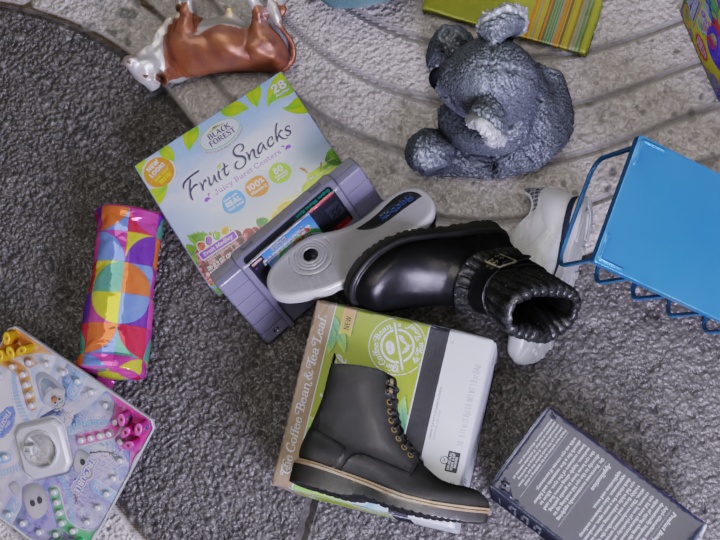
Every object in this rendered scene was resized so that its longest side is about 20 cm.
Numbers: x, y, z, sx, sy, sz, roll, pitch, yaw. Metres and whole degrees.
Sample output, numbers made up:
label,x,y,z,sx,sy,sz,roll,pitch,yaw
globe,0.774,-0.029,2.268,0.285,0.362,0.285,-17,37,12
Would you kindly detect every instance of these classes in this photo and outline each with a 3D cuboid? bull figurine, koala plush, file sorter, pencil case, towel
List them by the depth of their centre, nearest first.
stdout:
label,x,y,z,sx,sy,sz,roll,pitch,yaw
file sorter,0.326,-0.029,1.570,0.199,0.123,0.139,24,79,-14
koala plush,0.144,-0.194,1.617,0.183,0.200,0.178,11,79,8
pencil case,-0.268,0.028,1.672,0.088,0.088,0.201,5,78,7
bull figurine,-0.174,-0.271,1.726,0.199,0.065,0.122,-3,110,-2
towel,0.177,-0.310,1.735,0.199,0.018,0.086,17,75,10

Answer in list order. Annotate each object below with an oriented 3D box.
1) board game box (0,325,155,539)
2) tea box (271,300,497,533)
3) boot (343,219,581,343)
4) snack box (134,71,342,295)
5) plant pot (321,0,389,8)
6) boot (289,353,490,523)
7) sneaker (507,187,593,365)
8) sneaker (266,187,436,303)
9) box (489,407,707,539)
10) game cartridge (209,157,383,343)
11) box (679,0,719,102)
label,x,y,z,sx,sy,sz,roll,pitch,yaw
board game box,-0.348,0.195,1.636,0.200,0.026,0.200,32,104,12
tea box,0.030,0.157,1.587,0.196,0.134,0.201,11,80,9
boot,0.105,0.022,1.544,0.210,0.080,0.158,-17,41,-22
snack box,-0.125,-0.097,1.691,0.200,0.068,0.169,-32,77,-3
plant pot,-0.004,-0.372,1.692,0.199,0.200,0.135,-9,111,4
boot,0.041,0.167,1.481,0.199,0.077,0.139,14,77,7
sneaker,0.191,0.006,1.643,0.080,0.076,0.201,15,76,21
sneaker,0.000,0.000,1.625,0.199,0.112,0.073,-29,58,-7
box,0.239,0.247,1.541,0.200,0.148,0.104,36,83,11
game cartridge,-0.058,-0.020,1.638,0.200,0.130,0.038,-41,54,-3
box,0.462,-0.296,1.607,0.192,0.200,0.122,-21,77,2
